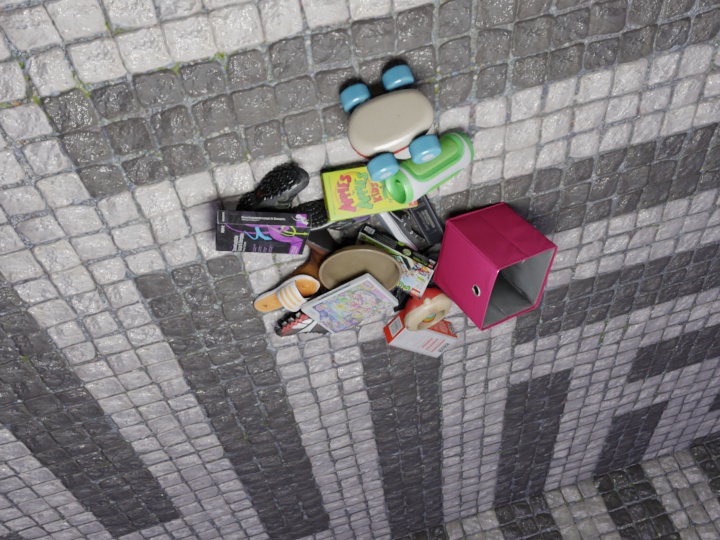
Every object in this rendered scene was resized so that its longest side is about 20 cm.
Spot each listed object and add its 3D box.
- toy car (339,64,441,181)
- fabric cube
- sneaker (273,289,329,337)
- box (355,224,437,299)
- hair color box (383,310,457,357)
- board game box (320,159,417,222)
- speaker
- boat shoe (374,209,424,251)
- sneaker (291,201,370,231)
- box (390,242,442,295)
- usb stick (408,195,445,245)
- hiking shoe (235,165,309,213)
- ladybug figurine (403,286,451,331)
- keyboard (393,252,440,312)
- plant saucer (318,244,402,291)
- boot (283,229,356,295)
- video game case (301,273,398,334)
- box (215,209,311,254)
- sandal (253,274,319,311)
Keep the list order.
[{"bbox_3d":[0.067,-0.275,1.461,0.174,0.187,0.200,-22,169,4],"label":"toy car"},{"bbox_3d":[0.320,-0.014,1.743,0.197,0.200,0.199,-18,137,-28],"label":"fabric cube"},{"bbox_3d":[-0.127,0.134,1.865,0.198,0.071,0.099,-28,109,9],"label":"sneaker"},{"bbox_3d":[0.078,-0.020,1.727,0.198,0.035,0.111,28,136,7],"label":"box"},{"bbox_3d":[0.173,0.182,2.068,0.198,0.062,0.102,20,127,-36],"label":"hair color box"},{"bbox_3d":[0.018,-0.174,1.567,0.196,0.104,0.048,-11,-178,-11],"label":"board game box"},{"bbox_3d":[0.148,-0.220,1.532,0.199,0.088,0.089,-34,146,-24],"label":"speaker"},{"bbox_3d":[0.097,-0.110,1.708,0.066,0.070,0.200,-46,133,-2],"label":"boat shoe"},{"bbox_3d":[-0.065,-0.113,1.632,0.196,0.077,0.088,-16,147,-4],"label":"sneaker"},{"bbox_3d":[0.174,0.022,1.896,0.199,0.050,0.157,-35,138,18],"label":"box"},{"bbox_3d":[0.157,-0.128,1.733,0.055,0.033,0.201,-21,141,13],"label":"usb stick"},{"bbox_3d":[-0.175,-0.152,1.550,0.198,0.077,0.100,-29,147,26],"label":"hiking shoe"},{"bbox_3d":[0.165,0.095,1.837,0.134,0.073,0.200,-26,162,-8],"label":"ladybug figurine"},{"bbox_3d":[0.132,0.024,1.828,0.103,0.040,0.201,-16,145,-40],"label":"keyboard"},{"bbox_3d":[0.000,0.000,1.690,0.196,0.030,0.201,-1,146,-1],"label":"plant saucer"},{"bbox_3d":[-0.125,-0.026,1.732,0.186,0.070,0.199,19,140,-35],"label":"boot"},{"bbox_3d":[-0.026,0.084,1.755,0.198,0.018,0.143,-25,139,23],"label":"video game case"},{"bbox_3d":[-0.212,-0.079,1.547,0.196,0.037,0.143,3,157,-12],"label":"box"},{"bbox_3d":[-0.181,0.077,1.772,0.205,0.060,0.079,-27,138,32],"label":"sandal"}]
